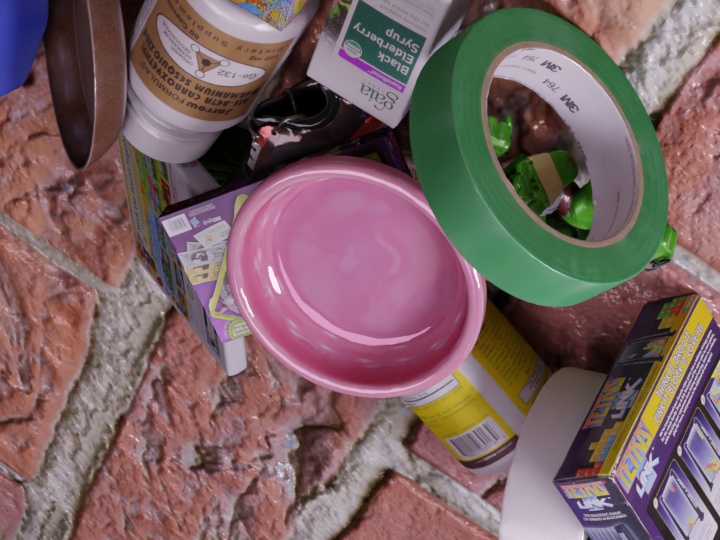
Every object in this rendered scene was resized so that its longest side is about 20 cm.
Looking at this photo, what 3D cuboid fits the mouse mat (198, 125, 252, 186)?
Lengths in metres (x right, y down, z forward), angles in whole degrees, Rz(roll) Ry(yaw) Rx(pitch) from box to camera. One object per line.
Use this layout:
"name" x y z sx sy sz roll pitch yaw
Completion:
"mouse mat" -0.076 -0.046 1.461 0.199 0.008 0.162 28 139 10

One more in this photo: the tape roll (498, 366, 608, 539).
"tape roll" 0.180 0.183 1.356 0.070 0.203 0.204 12 135 25

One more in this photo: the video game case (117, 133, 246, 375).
"video game case" -0.155 -0.036 1.446 0.182 0.023 0.201 47 152 39

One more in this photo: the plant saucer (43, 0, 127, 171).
"plant saucer" -0.217 -0.181 1.329 0.200 0.034 0.203 171 90 -71

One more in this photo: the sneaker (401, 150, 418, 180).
"sneaker" -0.022 -0.041 1.385 0.199 0.113 0.071 -37 103 16

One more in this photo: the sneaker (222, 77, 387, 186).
"sneaker" -0.062 -0.107 1.323 0.081 0.078 0.200 23 136 -33

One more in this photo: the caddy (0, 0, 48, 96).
"caddy" -0.341 -0.209 1.378 0.142 0.105 0.200 51 142 13

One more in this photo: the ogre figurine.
"ogre figurine" 0.130 -0.046 1.251 0.198 0.099 0.120 5 164 -35

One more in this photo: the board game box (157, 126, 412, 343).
"board game box" -0.044 -0.025 1.304 0.198 0.032 0.121 -18 109 19

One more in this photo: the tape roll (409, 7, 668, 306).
"tape roll" 0.123 -0.078 1.144 0.200 0.201 0.048 46 138 -13

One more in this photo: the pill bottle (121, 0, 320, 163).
"pill bottle" -0.117 -0.172 1.284 0.114 0.115 0.200 37 140 -3

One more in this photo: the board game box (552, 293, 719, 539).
"board game box" 0.240 0.146 1.281 0.056 0.200 0.166 -14 119 43

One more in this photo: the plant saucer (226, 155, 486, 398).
"plant saucer" 0.000 0.000 1.254 0.198 0.051 0.202 10 123 15

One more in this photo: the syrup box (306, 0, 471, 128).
"syrup box" 0.036 -0.203 1.176 0.078 0.082 0.201 32 138 5

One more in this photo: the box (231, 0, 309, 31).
"box" -0.080 -0.306 1.123 0.192 0.122 0.201 32 139 4

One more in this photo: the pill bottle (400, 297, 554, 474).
"pill bottle" 0.070 0.064 1.388 0.200 0.110 0.109 48 138 -15
